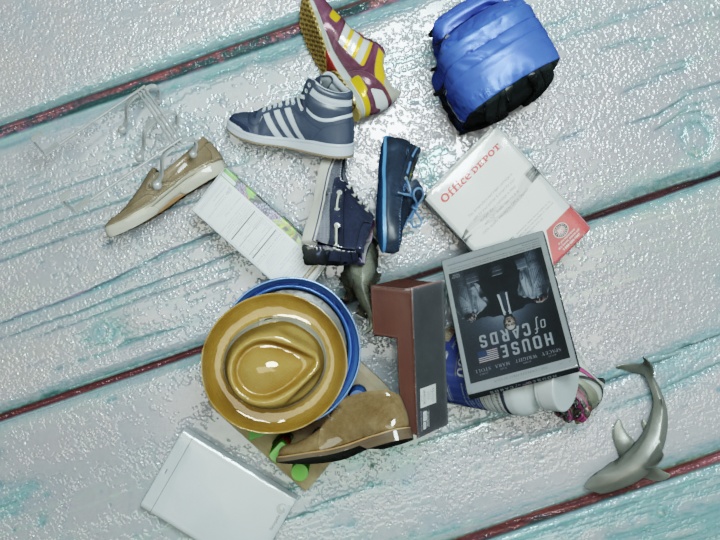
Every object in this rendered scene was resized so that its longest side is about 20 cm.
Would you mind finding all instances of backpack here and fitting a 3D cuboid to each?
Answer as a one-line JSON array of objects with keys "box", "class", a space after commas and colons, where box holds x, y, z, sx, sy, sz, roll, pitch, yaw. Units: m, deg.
[{"box": [0.170, -0.287, 1.243, 0.161, 0.200, 0.169, -34, 92, 2], "class": "backpack"}]

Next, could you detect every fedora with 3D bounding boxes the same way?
[{"box": [-0.113, 0.125, 1.195, 0.197, 0.082, 0.205, 0, 90, -5], "class": "fedora"}]

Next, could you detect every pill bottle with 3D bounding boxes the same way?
[{"box": [0.195, 0.140, 1.261, 0.198, 0.110, 0.113, 4, 93, 38], "class": "pill bottle"}]

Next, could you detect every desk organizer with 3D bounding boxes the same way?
[{"box": [0.067, 0.116, 1.244, 0.076, 0.071, 0.204, 5, 101, 41], "class": "desk organizer"}]

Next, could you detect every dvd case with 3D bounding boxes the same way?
[{"box": [0.196, 0.057, 1.212, 0.148, 0.025, 0.203, -16, 60, 13], "class": "dvd case"}]

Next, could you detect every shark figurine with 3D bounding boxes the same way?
[{"box": [0.421, 0.239, 1.325, 0.126, 0.090, 0.218, 16, 94, -2], "class": "shark figurine"}]

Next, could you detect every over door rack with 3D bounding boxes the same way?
[{"box": [-0.342, -0.167, 1.276, 0.198, 0.067, 0.148, -28, 54, -15], "class": "over door rack"}]

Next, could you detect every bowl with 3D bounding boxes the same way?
[{"box": [-0.098, 0.110, 1.258, 0.197, 0.039, 0.205, 0, 90, -5], "class": "bowl"}]

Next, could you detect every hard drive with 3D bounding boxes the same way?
[{"box": [-0.211, 0.344, 1.359, 0.198, 0.027, 0.133, 31, 92, -2], "class": "hard drive"}]

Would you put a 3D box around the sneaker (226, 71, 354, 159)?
[{"box": [-0.097, -0.229, 1.281, 0.197, 0.070, 0.110, 14, 116, 18], "class": "sneaker"}]

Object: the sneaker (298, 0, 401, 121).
[{"box": [-0.016, -0.318, 1.314, 0.089, 0.075, 0.202, -25, 89, -20], "class": "sneaker"}]

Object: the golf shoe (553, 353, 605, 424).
[{"box": [0.270, 0.130, 1.337, 0.200, 0.073, 0.092, 44, 51, 8], "class": "golf shoe"}]

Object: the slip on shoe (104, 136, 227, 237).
[{"box": [-0.288, -0.119, 1.313, 0.198, 0.076, 0.061, -32, 98, -1], "class": "slip on shoe"}]

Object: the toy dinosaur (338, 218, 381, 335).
[{"box": [0.000, 0.000, 1.290, 0.076, 0.202, 0.103, 10, 137, 9], "class": "toy dinosaur"}]

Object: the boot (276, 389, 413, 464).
[{"box": [-0.027, 0.216, 1.234, 0.197, 0.074, 0.077, -19, 73, 16], "class": "boot"}]

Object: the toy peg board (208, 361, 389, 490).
[{"box": [-0.090, 0.189, 1.317, 0.200, 0.098, 0.200, 41, 92, -2], "class": "toy peg board"}]

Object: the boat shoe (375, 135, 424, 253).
[{"box": [0.059, -0.113, 1.272, 0.067, 0.085, 0.203, 7, 59, -5], "class": "boat shoe"}]

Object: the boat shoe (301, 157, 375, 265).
[{"box": [-0.020, -0.087, 1.277, 0.091, 0.075, 0.203, 6, 57, 7], "class": "boat shoe"}]

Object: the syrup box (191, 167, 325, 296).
[{"box": [-0.140, -0.051, 1.315, 0.199, 0.079, 0.082, 40, 92, -2], "class": "syrup box"}]

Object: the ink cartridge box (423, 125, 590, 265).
[{"box": [0.206, -0.083, 1.310, 0.147, 0.083, 0.200, -43, 92, 2], "class": "ink cartridge box"}]
